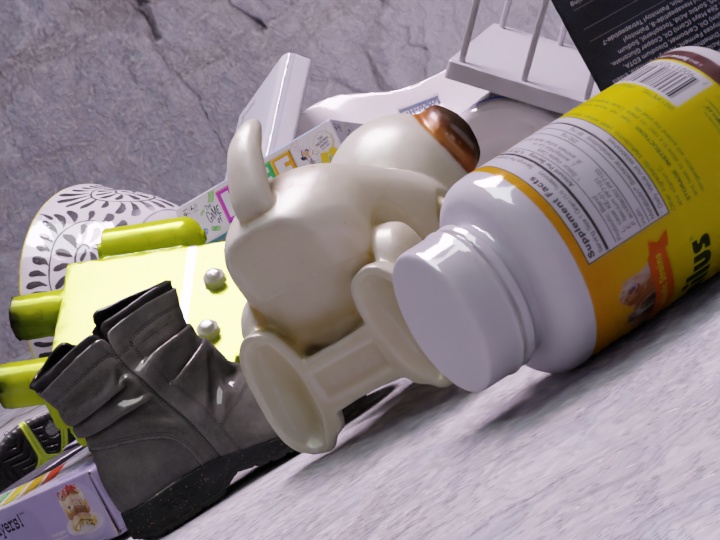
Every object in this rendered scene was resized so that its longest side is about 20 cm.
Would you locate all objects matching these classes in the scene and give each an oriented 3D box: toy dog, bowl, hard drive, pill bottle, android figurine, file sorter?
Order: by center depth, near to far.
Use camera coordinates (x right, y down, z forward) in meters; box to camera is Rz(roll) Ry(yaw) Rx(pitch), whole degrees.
[{"bbox_3d":[0.116,-0.022,1.199,0.199,0.110,0.109,-32,5,-22],"label":"pill bottle"},{"bbox_3d":[0.002,-0.017,1.401,0.139,0.194,0.200,-41,4,34],"label":"toy dog"},{"bbox_3d":[-0.135,0.038,1.552,0.199,0.041,0.183,-8,44,14],"label":"android figurine"},{"bbox_3d":[0.182,-0.178,1.687,0.199,0.125,0.139,17,20,11],"label":"file sorter"},{"bbox_3d":[-0.149,0.023,1.762,0.094,0.202,0.201,-16,12,34],"label":"bowl"},{"bbox_3d":[0.132,-0.090,1.766,0.113,0.114,0.200,-27,5,24],"label":"pill bottle"},{"bbox_3d":[-0.088,-0.057,1.907,0.132,0.027,0.201,134,151,-60],"label":"hard drive"}]

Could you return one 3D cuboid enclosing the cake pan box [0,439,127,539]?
[{"bbox_3d":[-0.165,0.136,1.604,0.200,0.053,0.184,-25,5,47],"label":"cake pan box"}]

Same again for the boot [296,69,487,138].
[{"bbox_3d":[0.037,-0.107,1.959,0.199,0.073,0.090,-15,-23,7],"label":"boot"}]

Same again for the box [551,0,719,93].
[{"bbox_3d":[0.195,-0.138,1.395,0.123,0.197,0.200,-30,5,11],"label":"box"}]

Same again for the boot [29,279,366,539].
[{"bbox_3d":[-0.088,0.059,1.439,0.199,0.131,0.068,-32,6,-20],"label":"boot"}]

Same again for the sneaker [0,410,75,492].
[{"bbox_3d":[-0.257,0.156,1.790,0.199,0.076,0.076,-29,5,-5],"label":"sneaker"}]

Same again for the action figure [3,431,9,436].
[{"bbox_3d":[-0.197,0.095,1.914,0.199,0.102,0.119,-33,-6,-19],"label":"action figure"}]

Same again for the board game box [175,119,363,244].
[{"bbox_3d":[-0.031,-0.058,1.738,0.134,0.034,0.200,-30,-11,19],"label":"board game box"}]
